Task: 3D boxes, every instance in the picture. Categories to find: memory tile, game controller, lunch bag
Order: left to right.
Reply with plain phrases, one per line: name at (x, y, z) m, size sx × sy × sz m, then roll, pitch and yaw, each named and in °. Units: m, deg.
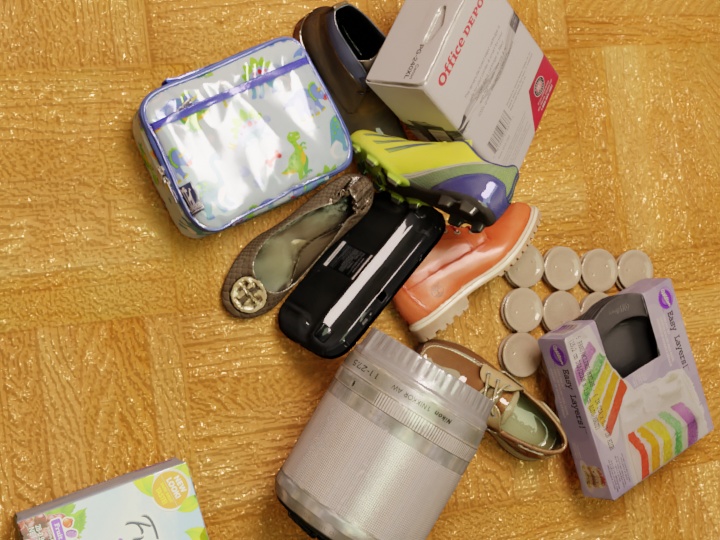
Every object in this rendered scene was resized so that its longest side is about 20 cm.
lunch bag at (-0.121, -0.136, 1.153) m, size 0.198 × 0.082 × 0.162 m, roll -25°, pitch 92°, yaw -21°
game controller at (0.000, 0.000, 1.180) m, size 0.200 × 0.104 × 0.042 m, roll -50°, pitch 130°, yaw -17°
memory tile at (0.249, 0.049, 1.311) m, size 0.197 × 0.017 × 0.156 m, roll 3°, pitch 85°, yaw -21°

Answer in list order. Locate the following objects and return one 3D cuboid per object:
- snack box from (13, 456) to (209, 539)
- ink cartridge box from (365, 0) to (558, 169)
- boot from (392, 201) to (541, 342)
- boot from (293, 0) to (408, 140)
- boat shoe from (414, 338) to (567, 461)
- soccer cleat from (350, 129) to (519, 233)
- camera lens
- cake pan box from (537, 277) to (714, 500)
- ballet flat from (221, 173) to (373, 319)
snack box at (-0.220, 0.302, 1.088) m, size 0.167 × 0.068 × 0.203 m, roll -16°, pitch 93°, yaw -20°
ink cartridge box at (0.111, -0.202, 1.194) m, size 0.200 × 0.083 × 0.147 m, roll 40°, pitch 71°, yaw -46°
boot at (0.107, -0.027, 1.235) m, size 0.200 × 0.075 × 0.108 m, roll -40°, pitch 95°, yaw -17°
boot at (0.004, -0.188, 1.192) m, size 0.074 × 0.097 × 0.201 m, roll -37°, pitch 99°, yaw -19°
boat shoe at (0.145, 0.138, 1.233) m, size 0.199 × 0.074 × 0.076 m, roll 33°, pitch 76°, yaw -16°
soccer cleat at (0.073, -0.105, 1.155) m, size 0.084 × 0.199 × 0.065 m, roll -52°, pitch 144°, yaw -15°
camera lens at (0.022, 0.179, 1.125) m, size 0.159 × 0.160 × 0.201 m, roll 32°, pitch 87°, yaw -15°
cake pan box at (0.299, 0.125, 1.277) m, size 0.183 × 0.052 × 0.202 m, roll -23°, pitch 100°, yaw -33°
ballet flat at (-0.062, -0.026, 1.170) m, size 0.200 × 0.046 × 0.068 m, roll -41°, pitch 104°, yaw -7°
